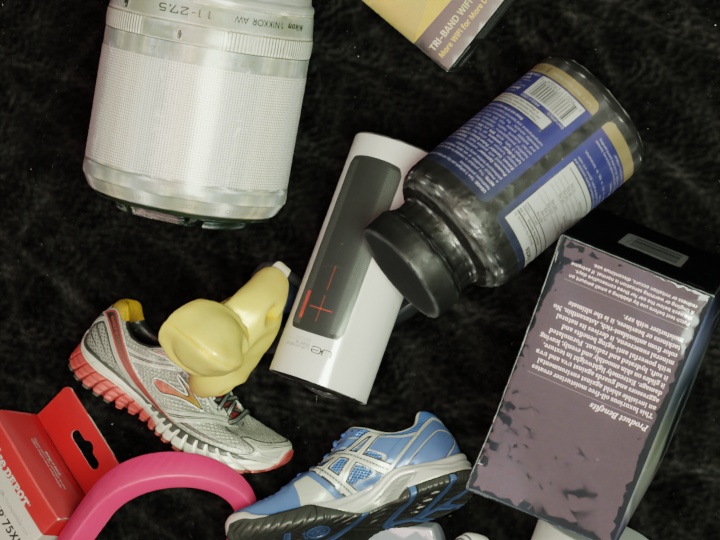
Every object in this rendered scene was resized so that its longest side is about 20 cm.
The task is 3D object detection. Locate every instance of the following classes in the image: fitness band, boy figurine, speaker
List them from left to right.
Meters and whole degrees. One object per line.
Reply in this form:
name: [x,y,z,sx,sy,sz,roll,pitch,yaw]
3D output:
fitness band: [-0.164,0.221,1.742,0.144,0.037,0.200,23,125,-20]
boy figurine: [-0.099,0.049,1.670,0.064,0.200,0.124,37,108,9]
speaker: [0.000,0.000,1.673,0.081,0.081,0.200,19,84,12]

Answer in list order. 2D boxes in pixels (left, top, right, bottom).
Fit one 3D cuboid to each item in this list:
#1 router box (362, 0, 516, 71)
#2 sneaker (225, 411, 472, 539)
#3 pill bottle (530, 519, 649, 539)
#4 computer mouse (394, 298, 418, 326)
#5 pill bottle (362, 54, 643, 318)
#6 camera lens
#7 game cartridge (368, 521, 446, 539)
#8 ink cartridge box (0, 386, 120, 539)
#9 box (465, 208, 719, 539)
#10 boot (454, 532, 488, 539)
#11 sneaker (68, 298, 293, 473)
router box: [0.074,-0.278,1.663,0.157,0.052,0.200,40,104,8]
sneaker: [-0.012,0.173,1.708,0.200,0.076,0.077,-16,58,-8]
pill bottle: [0.154,0.293,1.673,0.114,0.114,0.200,19,101,12]
computer mouse: [0.054,-0.001,1.714,0.200,0.034,0.059,-31,67,11]
pill bottle: [0.103,-0.059,1.611,0.200,0.112,0.112,-39,85,-12]
camera lens: [-0.123,-0.140,1.675,0.160,0.160,0.200,12,99,13]
game cartridge: [0.012,0.296,1.753,0.133,0.040,0.200,5,98,18]
ink cartridge box: [-0.297,0.196,1.792,0.200,0.067,0.116,-42,67,15]
box: [0.182,0.075,1.598,0.123,0.200,0.199,23,102,11]
boot: [0.045,0.295,1.664,0.090,0.073,0.200,13,76,-19]
sneaker: [-0.139,0.095,1.748,0.200,0.078,0.082,33,102,9]
